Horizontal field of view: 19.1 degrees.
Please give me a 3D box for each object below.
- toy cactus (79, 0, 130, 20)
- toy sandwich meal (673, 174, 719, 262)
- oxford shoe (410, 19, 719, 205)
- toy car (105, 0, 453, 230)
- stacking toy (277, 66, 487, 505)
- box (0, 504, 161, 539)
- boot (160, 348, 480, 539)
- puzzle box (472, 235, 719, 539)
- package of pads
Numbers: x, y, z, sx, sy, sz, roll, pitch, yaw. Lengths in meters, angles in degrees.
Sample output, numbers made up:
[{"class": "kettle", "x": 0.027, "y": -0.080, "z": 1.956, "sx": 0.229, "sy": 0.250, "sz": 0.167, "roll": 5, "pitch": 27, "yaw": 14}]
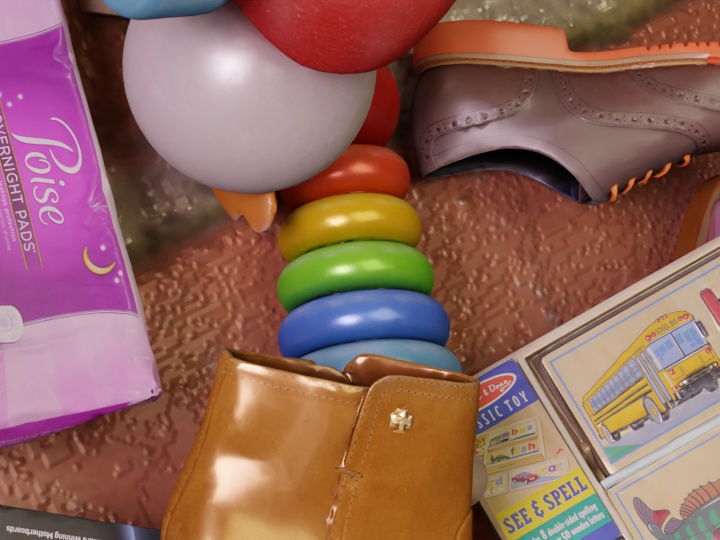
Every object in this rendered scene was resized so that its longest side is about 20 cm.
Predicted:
[{"class": "toy cactus", "x": -0.096, "y": -0.186, "z": 0.869, "sx": 0.200, "sy": 0.102, "sz": 0.165, "roll": 6, "pitch": 93, "yaw": -29}, {"class": "toy sandwich meal", "x": 0.233, "y": 0.020, "z": 0.986, "sx": 0.205, "sy": 0.070, "sz": 0.206, "roll": 7, "pitch": 74, "yaw": -26}, {"class": "oxford shoe", "x": 0.120, "y": -0.059, "z": 0.929, "sx": 0.200, "sy": 0.071, "sz": 0.073, "roll": 5, "pitch": 77, "yaw": 2}, {"class": "toy car", "x": -0.044, "y": -0.109, "z": 0.805, "sx": 0.184, "sy": 0.200, "sz": 0.177, "roll": -11, "pitch": 52, "yaw": -32}, {"class": "stacking toy", "x": 0.000, "y": 0.000, "z": 0.867, "sx": 0.085, "sy": 0.085, "sz": 0.200, "roll": 3, "pitch": 72, "yaw": -27}, {"class": "box", "x": -0.067, "y": 0.181, "z": 0.801, "sx": 0.200, "sy": 0.044, "sz": 0.161, "roll": 13, "pitch": 71, "yaw": -25}, {"class": "boot", "x": 0.026, "y": 0.109, "z": 0.778, "sx": 0.201, "sy": 0.071, "sz": 0.144, "roll": 16, "pitch": 97, "yaw": -17}, {"class": "puzzle box", "x": 0.143, "y": 0.064, "z": 0.887, "sx": 0.200, "sy": 0.025, "sz": 0.133, "roll": -30, "pitch": 73, "yaw": -4}, {"class": "package of pads", "x": -0.155, "y": -0.030, "z": 0.792, "sx": 0.120, "sy": 0.076, "sz": 0.200, "roll": -12, "pitch": 83, "yaw": -28}]
